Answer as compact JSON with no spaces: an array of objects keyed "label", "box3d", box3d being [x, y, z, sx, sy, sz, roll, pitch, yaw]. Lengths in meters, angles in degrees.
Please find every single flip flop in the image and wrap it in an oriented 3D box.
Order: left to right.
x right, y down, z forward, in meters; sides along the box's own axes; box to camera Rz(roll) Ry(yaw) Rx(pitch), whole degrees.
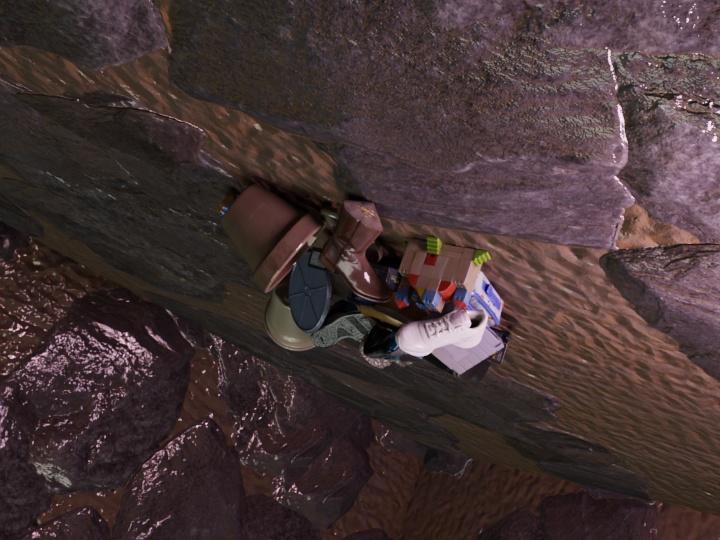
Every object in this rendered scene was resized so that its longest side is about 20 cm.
[{"label":"flip flop","box3d":[-0.024,-0.068,1.631,0.080,0.058,0.200,9,159,37]}]

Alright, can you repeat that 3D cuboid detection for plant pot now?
[{"label":"plant pot","box3d":[-0.198,-0.082,1.625,0.174,0.201,0.200,41,162,-1]},{"label":"plant pot","box3d":[-0.167,0.086,2.081,0.197,0.203,0.184,20,152,7]}]

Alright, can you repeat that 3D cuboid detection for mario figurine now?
[{"label":"mario figurine","box3d":[-0.224,-0.113,1.764,0.199,0.106,0.124,37,-164,-11]}]

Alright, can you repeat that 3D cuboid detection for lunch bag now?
[{"label":"lunch bag","box3d":[0.220,0.055,1.666,0.158,0.077,0.200,8,158,34]}]

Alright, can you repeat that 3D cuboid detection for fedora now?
[{"label":"fedora","box3d":[0.094,0.098,1.725,0.198,0.083,0.201,25,171,4]}]

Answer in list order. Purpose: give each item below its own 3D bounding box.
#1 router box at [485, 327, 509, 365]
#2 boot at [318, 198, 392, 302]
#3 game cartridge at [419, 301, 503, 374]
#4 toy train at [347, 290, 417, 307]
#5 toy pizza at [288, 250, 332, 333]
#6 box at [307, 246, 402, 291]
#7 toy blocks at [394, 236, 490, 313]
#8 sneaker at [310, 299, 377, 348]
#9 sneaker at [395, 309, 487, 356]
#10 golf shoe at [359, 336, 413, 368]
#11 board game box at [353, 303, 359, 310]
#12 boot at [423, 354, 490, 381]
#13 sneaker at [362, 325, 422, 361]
[{"label":"router box","box3d":[0.269,0.158,1.819,0.155,0.053,0.200,19,-174,12]},{"label":"boot","box3d":[0.017,-0.040,1.547,0.185,0.065,0.201,31,138,-1]},{"label":"game cartridge","box3d":[0.206,0.142,1.648,0.129,0.039,0.200,-31,134,20]},{"label":"toy train","box3d":[0.062,0.067,1.890,0.197,0.088,0.114,22,172,-4]},{"label":"toy pizza","box3d":[-0.119,0.053,1.902,0.031,0.204,0.199,4,175,-33]},{"label":"box","box3d":[0.000,0.000,1.744,0.197,0.052,0.157,16,-179,22]},{"label":"toy blocks","box3d":[0.150,0.019,1.538,0.197,0.139,0.100,11,160,31]},{"label":"sneaker","box3d":[-0.022,0.119,1.894,0.198,0.121,0.084,-20,111,34]},{"label":"sneaker","box3d":[0.162,0.111,1.528,0.197,0.076,0.100,-8,146,-22]},{"label":"golf shoe","box3d":[0.050,0.190,1.900,0.097,0.080,0.198,25,-174,42]},{"label":"board game box","box3d":[0.098,0.143,1.976,0.197,0.042,0.199,16,-178,-24]},{"label":"boot","box3d":[0.222,0.202,1.855,0.152,0.075,0.203,26,-171,29]},{"label":"sneaker","box3d":[0.068,0.173,1.716,0.081,0.074,0.199,26,172,-21]}]
